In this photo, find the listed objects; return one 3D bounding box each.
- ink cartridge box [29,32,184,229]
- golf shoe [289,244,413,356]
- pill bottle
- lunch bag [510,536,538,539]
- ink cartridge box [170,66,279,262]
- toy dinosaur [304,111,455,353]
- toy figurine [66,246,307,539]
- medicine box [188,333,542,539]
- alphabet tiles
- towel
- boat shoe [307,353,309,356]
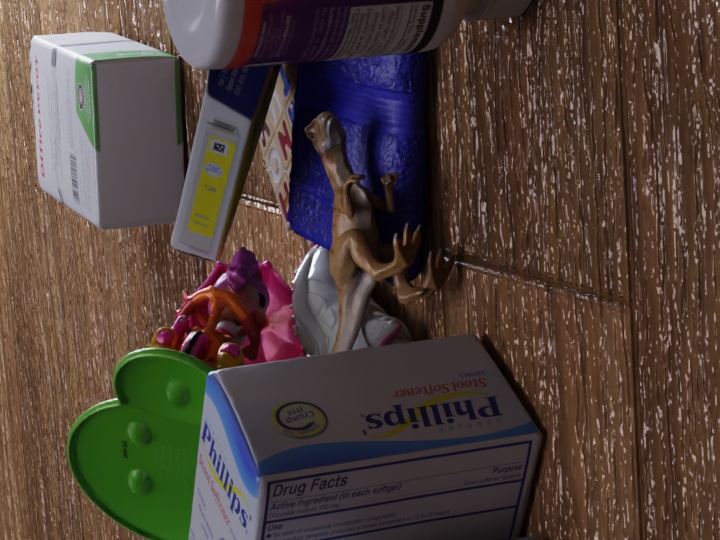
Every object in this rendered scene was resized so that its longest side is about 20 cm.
[{"bbox_3d":[-0.225,-0.128,1.994,0.200,0.084,0.147,-150,57,-64],"label":"ink cartridge box"},{"bbox_3d":[0.003,0.053,1.511,0.075,0.091,0.201,50,-154,-41],"label":"golf shoe"},{"bbox_3d":[-0.005,-0.175,1.263,0.111,0.199,0.112,173,90,-68],"label":"pill bottle"},{"bbox_3d":[0.022,0.258,1.325,0.127,0.199,0.170,57,147,40],"label":"lunch bag"},{"bbox_3d":[-0.074,-0.143,1.529,0.201,0.047,0.198,112,176,-49],"label":"ink cartridge box"},{"bbox_3d":[0.000,0.000,1.434,0.106,0.060,0.202,7,98,39],"label":"toy dinosaur"},{"bbox_3d":[-0.099,0.058,1.526,0.201,0.149,0.185,93,-167,-47],"label":"toy figurine"},{"bbox_3d":[-0.004,0.155,1.387,0.103,0.181,0.201,-122,33,-47],"label":"medicine box"},{"bbox_3d":[-0.041,-0.122,1.635,0.200,0.007,0.168,118,139,-55],"label":"alphabet tiles"},{"bbox_3d":[-0.005,-0.102,1.480,0.148,0.049,0.202,31,125,59],"label":"towel"},{"bbox_3d":[-0.017,0.115,1.559,0.200,0.070,0.072,-121,32,-47],"label":"boat shoe"}]
